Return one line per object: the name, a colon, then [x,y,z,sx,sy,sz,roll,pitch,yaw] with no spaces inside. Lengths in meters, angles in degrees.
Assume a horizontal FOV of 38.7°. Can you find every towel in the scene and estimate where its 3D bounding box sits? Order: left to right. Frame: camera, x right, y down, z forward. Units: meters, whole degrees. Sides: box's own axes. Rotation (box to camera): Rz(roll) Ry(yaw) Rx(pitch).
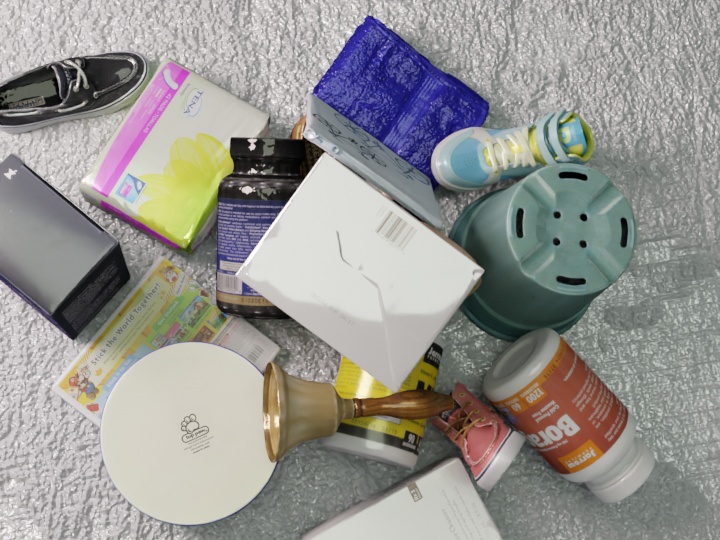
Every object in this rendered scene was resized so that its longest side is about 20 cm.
towel: [0.052,-0.208,1.269,0.200,0.050,0.148,35,75,-9]

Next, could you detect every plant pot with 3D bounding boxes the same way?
plant pot: [0.214,-0.026,1.194,0.200,0.196,0.201,1,79,-7]

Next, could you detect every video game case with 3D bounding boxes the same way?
video game case: [-0.224,0.114,1.195,0.182,0.023,0.200,38,77,1]

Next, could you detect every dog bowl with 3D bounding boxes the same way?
dog bowl: [-0.185,0.180,1.135,0.200,0.079,0.201,1,79,-7]

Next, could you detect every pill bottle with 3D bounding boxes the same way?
pill bottle: [-0.108,-0.051,1.171,0.112,0.112,0.200,1,97,-7]
pill bottle: [0.032,0.117,1.181,0.114,0.114,0.200,15,78,-4]
pill bottle: [0.245,0.172,1.192,0.200,0.112,0.112,46,76,-9]

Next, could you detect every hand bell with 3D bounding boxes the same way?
hand bell: [0.002,0.145,1.085,0.200,0.104,0.104,0,78,-15]

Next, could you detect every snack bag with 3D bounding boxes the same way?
snack bag: [0.014,-0.120,1.151,0.188,0.200,0.021,35,106,-14]

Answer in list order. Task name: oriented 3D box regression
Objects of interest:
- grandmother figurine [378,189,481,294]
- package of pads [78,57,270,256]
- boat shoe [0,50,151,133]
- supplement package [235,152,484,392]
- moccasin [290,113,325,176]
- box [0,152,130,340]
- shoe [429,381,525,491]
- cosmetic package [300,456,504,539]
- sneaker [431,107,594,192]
grandmother figurine: [0.066,-0.046,1.215,0.061,0.121,0.200,-40,54,3]
package of pads: [-0.214,-0.134,1.223,0.154,0.068,0.200,30,77,0]
boat shoe: [-0.348,-0.222,1.222,0.200,0.068,0.072,-17,82,-11]
supplement package: [0.000,0.000,1.065,0.200,0.111,0.156,36,91,-2]
moccasin: [-0.040,-0.092,1.232,0.073,0.078,0.202,-4,79,-9]
box: [-0.343,-0.020,1.114,0.148,0.200,0.104,40,76,2]
shoe: [0.124,0.181,1.142,0.091,0.200,0.072,37,93,4]
cosmetic package: [0.044,0.305,1.161,0.200,0.081,0.113,-28,85,-13]
sneaker: [0.191,-0.148,1.222,0.200,0.130,0.080,-15,91,-30]
